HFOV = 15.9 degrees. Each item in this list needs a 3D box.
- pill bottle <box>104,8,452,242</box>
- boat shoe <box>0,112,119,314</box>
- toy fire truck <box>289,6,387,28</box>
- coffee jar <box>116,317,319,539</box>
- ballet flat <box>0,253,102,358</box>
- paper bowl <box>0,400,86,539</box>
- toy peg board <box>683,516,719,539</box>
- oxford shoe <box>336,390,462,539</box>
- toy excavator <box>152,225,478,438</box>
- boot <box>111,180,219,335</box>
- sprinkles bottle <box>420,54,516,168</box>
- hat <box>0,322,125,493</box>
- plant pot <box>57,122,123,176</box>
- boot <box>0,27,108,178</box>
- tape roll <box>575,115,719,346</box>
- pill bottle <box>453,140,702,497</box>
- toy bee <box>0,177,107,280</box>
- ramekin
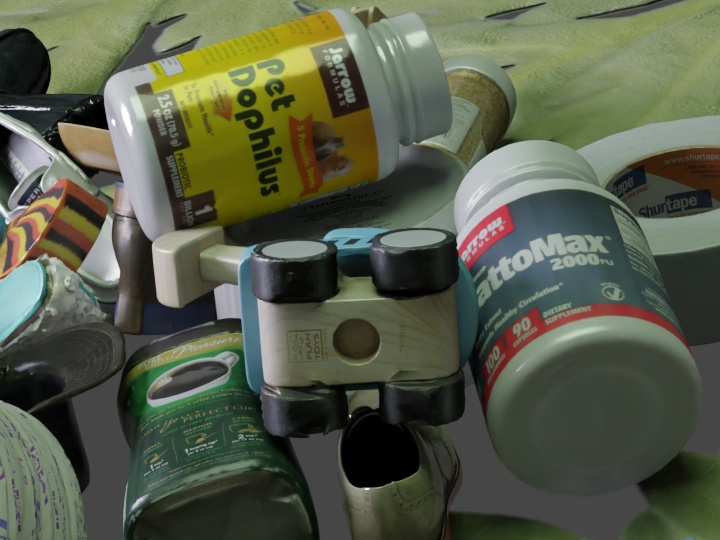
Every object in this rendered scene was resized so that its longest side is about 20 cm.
[{"bbox_3d":[-0.049,-0.093,1.573,0.199,0.110,0.109,-18,26,-10],"label":"pill bottle"},{"bbox_3d":[-0.215,-0.043,1.764,0.200,0.065,0.074,38,91,30],"label":"boat shoe"},{"bbox_3d":[0.004,-0.135,1.838,0.048,0.142,0.200,2,27,22],"label":"toy fire truck"},{"bbox_3d":[-0.083,0.104,1.453,0.104,0.086,0.200,-18,25,2],"label":"coffee jar"},{"bbox_3d":[-0.241,0.058,1.632,0.199,0.072,0.072,-28,16,30],"label":"ballet flat"},{"bbox_3d":[-0.218,0.161,1.310,0.200,0.202,0.104,12,-9,41],"label":"paper bowl"},{"bbox_3d":[0.209,0.157,1.196,0.199,0.098,0.199,-26,28,-27],"label":"toy peg board"},{"bbox_3d":[0.019,0.100,1.428,0.070,0.074,0.200,-13,25,0],"label":"oxford shoe"},{"bbox_3d":[-0.029,0.016,1.440,0.193,0.101,0.200,-4,14,5],"label":"toy excavator"},{"bbox_3d":[-0.117,-0.004,1.720,0.074,0.098,0.200,9,0,22],"label":"boot"},{"bbox_3d":[0.058,-0.082,1.795,0.068,0.069,0.200,-4,27,18],"label":"sprinkles bottle"},{"bbox_3d":[-0.214,0.112,1.505,0.199,0.081,0.201,-24,13,6],"label":"hat"},{"bbox_3d":[-0.116,-0.069,1.796,0.198,0.028,0.200,13,-1,0],"label":"plant pot"},{"bbox_3d":[-0.257,-0.124,2.023,0.161,0.074,0.198,2,36,33],"label":"boot"},{"bbox_3d":[0.207,-0.028,1.618,0.199,0.067,0.201,-10,26,5],"label":"tape roll"},{"bbox_3d":[0.112,0.020,1.453,0.119,0.120,0.201,-13,38,-1],"label":"pill bottle"},{"bbox_3d":[-0.238,0.022,1.699,0.130,0.200,0.109,21,57,-7],"label":"toy bee"},{"bbox_3d":[0.000,0.000,1.609,0.198,0.106,0.200,-10,25,5],"label":"ramekin"}]
